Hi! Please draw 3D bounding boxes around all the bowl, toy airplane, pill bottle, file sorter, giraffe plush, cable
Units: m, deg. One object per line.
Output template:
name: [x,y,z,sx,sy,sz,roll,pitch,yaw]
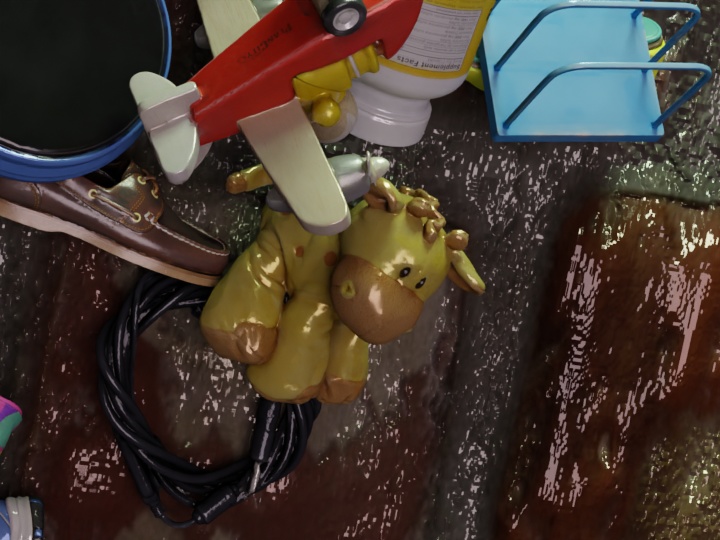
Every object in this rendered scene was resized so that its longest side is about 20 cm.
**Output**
bowl: [-0.225,-0.164,1.315,0.199,0.039,0.202,4,80,-25]
toy airplane: [-0.057,-0.121,1.292,0.141,0.198,0.201,37,66,-52]
pill bottle: [0.039,-0.196,1.359,0.111,0.112,0.201,9,121,-20]
file sorter: [0.168,-0.211,1.389,0.138,0.123,0.201,-1,71,-19]
giraffe plush: [0.000,0.000,1.370,0.172,0.162,0.201,8,85,-45]
cable: [-0.116,0.089,1.430,0.162,0.051,0.201,-24,107,-13]

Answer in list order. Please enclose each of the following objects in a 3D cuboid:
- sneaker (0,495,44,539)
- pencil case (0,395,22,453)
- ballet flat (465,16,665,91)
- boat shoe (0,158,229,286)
sneaker: [-0.282,0.265,1.402,0.077,0.076,0.201,6,91,-9]
pencil case: [-0.320,0.168,1.339,0.088,0.088,0.201,34,74,-22]
ballet flat: [0.146,-0.156,1.471,0.199,0.067,0.067,-6,131,-19]
boat shoe: [-0.181,-0.049,1.369,0.199,0.070,0.071,21,97,-21]
